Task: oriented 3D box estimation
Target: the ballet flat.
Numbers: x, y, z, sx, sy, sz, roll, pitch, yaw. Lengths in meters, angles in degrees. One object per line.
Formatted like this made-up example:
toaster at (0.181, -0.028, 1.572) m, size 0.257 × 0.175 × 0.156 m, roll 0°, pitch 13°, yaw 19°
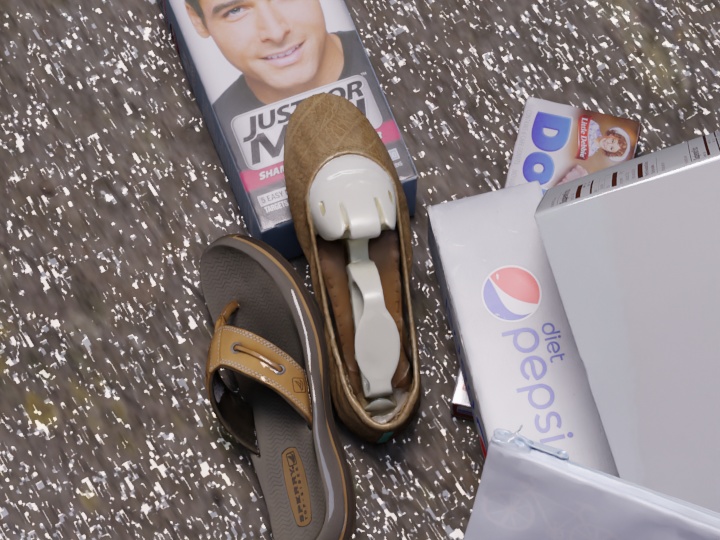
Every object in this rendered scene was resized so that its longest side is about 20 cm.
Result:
ballet flat at (0.000, 0.000, 1.285) m, size 0.068 × 0.072 × 0.200 m, roll -7°, pitch 95°, yaw -7°

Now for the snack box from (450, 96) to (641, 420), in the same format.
snack box at (0.110, -0.003, 1.353) m, size 0.072 × 0.024 × 0.200 m, roll 13°, pitch 69°, yaw 6°

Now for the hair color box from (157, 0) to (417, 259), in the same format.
hair color box at (-0.047, -0.114, 1.378) m, size 0.099 × 0.061 × 0.200 m, roll -20°, pitch 69°, yaw -8°

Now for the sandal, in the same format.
sandal at (-0.057, 0.072, 1.291) m, size 0.055 × 0.082 × 0.200 m, roll 0°, pitch 70°, yaw -39°

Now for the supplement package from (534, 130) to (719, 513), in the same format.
supplement package at (0.217, 0.020, 1.222) m, size 0.200 × 0.147 × 0.192 m, roll -18°, pitch 95°, yaw 9°

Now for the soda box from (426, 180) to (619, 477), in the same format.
soda box at (0.092, 0.056, 1.282) m, size 0.068 × 0.063 × 0.200 m, roll -14°, pitch 70°, yaw -3°

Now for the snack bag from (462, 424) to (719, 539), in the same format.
snack bag at (0.136, 0.183, 1.196) m, size 0.188 × 0.200 × 0.021 m, roll 20°, pitch 41°, yaw 8°
